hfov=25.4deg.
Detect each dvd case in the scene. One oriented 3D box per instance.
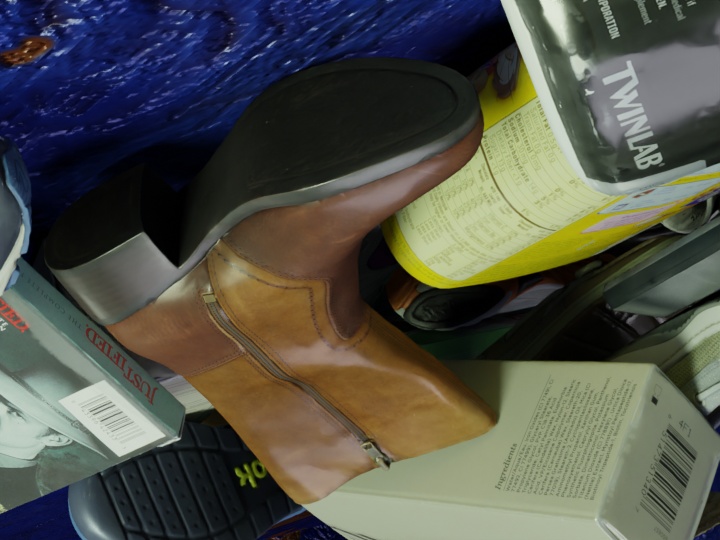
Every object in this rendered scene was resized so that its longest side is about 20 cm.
[{"bbox_3d":[-0.195,0.056,0.680,0.200,0.022,0.146,-24,126,29],"label":"dvd case"}]

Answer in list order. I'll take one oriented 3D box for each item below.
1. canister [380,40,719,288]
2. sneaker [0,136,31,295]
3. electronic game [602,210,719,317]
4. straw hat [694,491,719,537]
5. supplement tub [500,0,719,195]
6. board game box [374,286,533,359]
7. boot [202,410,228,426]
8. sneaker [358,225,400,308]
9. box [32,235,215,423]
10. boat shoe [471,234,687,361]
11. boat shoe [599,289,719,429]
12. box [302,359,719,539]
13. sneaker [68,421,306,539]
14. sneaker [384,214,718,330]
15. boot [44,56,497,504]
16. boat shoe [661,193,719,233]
[{"bbox_3d":[0.111,-0.064,0.646,0.148,0.087,0.200,-12,168,-36],"label":"canister"},{"bbox_3d":[-0.200,0.005,0.526,0.200,0.077,0.085,-23,163,19],"label":"sneaker"},{"bbox_3d":[0.200,-0.036,0.731,0.200,0.042,0.200,-29,175,-3],"label":"electronic game"},{"bbox_3d":[0.096,0.120,0.830,0.201,0.085,0.201,-24,171,-4],"label":"straw hat"},{"bbox_3d":[0.129,-0.106,0.388,0.200,0.123,0.123,-20,168,11],"label":"supplement tub"},{"bbox_3d":[0.046,0.035,0.994,0.200,0.029,0.134,-8,-164,-39],"label":"board game box"},{"bbox_3d":[-0.114,0.087,1.044,0.154,0.072,0.200,-21,174,31],"label":"boot"},{"bbox_3d":[0.000,0.000,0.813,0.087,0.075,0.200,-23,168,1],"label":"sneaker"},{"bbox_3d":[-0.117,0.040,0.793,0.095,0.078,0.200,-14,167,-23],"label":"box"},{"bbox_3d":[0.108,0.043,0.881,0.073,0.063,0.201,31,112,-36],"label":"boat shoe"},{"bbox_3d":[0.177,0.038,0.710,0.074,0.065,0.202,-26,174,-32],"label":"boat shoe"},{"bbox_3d":[0.062,0.092,0.751,0.200,0.082,0.068,-1,145,47],"label":"box"},{"bbox_3d":[-0.085,0.117,0.835,0.082,0.074,0.200,-25,168,33],"label":"sneaker"},{"bbox_3d":[0.115,-0.012,0.944,0.200,0.076,0.092,-7,-179,6],"label":"sneaker"},{"bbox_3d":[0.003,0.020,0.648,0.188,0.069,0.200,-28,131,17],"label":"boot"},{"bbox_3d":[0.170,-0.053,0.833,0.200,0.066,0.072,-8,164,-43],"label":"boat shoe"}]
